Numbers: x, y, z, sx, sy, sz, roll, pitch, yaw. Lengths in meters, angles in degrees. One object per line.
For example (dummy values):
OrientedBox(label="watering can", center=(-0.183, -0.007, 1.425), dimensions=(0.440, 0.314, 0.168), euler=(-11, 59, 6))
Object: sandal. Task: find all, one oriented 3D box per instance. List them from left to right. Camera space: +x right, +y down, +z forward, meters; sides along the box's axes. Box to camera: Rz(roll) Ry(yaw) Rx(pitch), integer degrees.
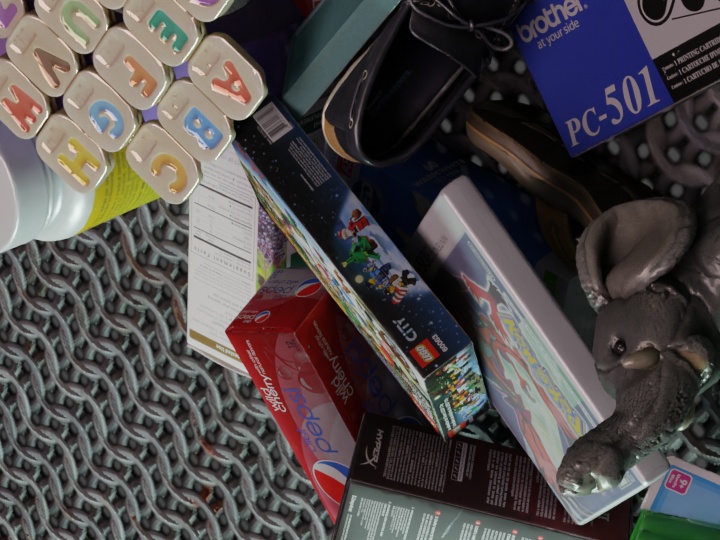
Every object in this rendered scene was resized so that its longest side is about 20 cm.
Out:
OrientedBox(label="sandal", center=(0.133, -0.031, 1.582), dimensions=(0.200, 0.080, 0.054), euler=(41, 120, 31))

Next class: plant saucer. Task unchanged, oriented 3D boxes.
OrientedBox(label="plant saucer", center=(0.010, -0.169, 1.538), dimensions=(0.019, 0.070, 0.200), euler=(26, 134, -19))

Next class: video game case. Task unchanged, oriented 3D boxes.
OrientedBox(label="video game case", center=(0.095, 0.052, 1.554), dimensions=(0.200, 0.023, 0.182), euler=(55, 167, 6))

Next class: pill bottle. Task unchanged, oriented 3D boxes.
OrientedBox(label="pill bottle", center=(-0.187, -0.086, 1.778), dimensions=(0.114, 0.200, 0.115), euler=(20, 122, 36))

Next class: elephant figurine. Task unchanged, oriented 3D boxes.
OrientedBox(label="elephant figurine", center=(0.179, 0.017, 1.440), dimensions=(0.200, 0.155, 0.142), euler=(-31, 79, 14))

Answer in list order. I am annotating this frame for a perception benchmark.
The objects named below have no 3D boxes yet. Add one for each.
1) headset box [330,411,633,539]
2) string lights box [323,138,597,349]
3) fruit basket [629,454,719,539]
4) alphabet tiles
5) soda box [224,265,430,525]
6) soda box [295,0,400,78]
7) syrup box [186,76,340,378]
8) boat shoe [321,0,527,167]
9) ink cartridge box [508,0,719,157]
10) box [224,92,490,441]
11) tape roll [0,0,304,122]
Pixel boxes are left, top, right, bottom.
OrientedBox(label="headset box", center=(0.079, 0.189, 1.692), dimensions=(0.199, 0.075, 0.149), euler=(13, 125, 0))
OrientedBox(label="string lights box", center=(0.064, -0.008, 1.675), dimensions=(0.200, 0.059, 0.103), euler=(31, 131, 30))
OrientedBox(label="fruit basket", center=(0.238, 0.221, 1.580), dimensions=(0.199, 0.094, 0.186), euler=(27, 124, 10))
OrientedBox(label="alphabet tiles", center=(-0.151, -0.137, 1.576), dimensions=(0.196, 0.015, 0.200), euler=(44, 128, 4))
OrientedBox(label="soda box", center=(-0.008, 0.093, 1.739), dimensions=(0.063, 0.070, 0.200), euler=(1, 130, 41))
OrientedBox(label="soda box", center=(-0.009, -0.198, 1.641), dimensions=(0.070, 0.063, 0.201), euler=(-36, 82, 45))
OrientedBox(label="syrup box", center=(-0.061, -0.035, 1.769), dimensions=(0.081, 0.079, 0.201), euler=(23, 124, 34))
OrientedBox(label="boat shoe", center=(0.051, -0.140, 1.531), dimensions=(0.200, 0.074, 0.062), euler=(-53, 23, 10))
OrientedBox(label="ink cartridge box", center=(0.177, -0.144, 1.511), dimensions=(0.200, 0.044, 0.094), euler=(-28, 87, 47))
OrientedBox(label="box", center=(0.000, 0.000, 1.605), dimensions=(0.200, 0.038, 0.137), euler=(52, 174, 20))
OrientedBox(label="tape roll", center=(-0.135, -0.166, 1.689), dimensions=(0.200, 0.200, 0.066), euler=(35, 131, 27))
